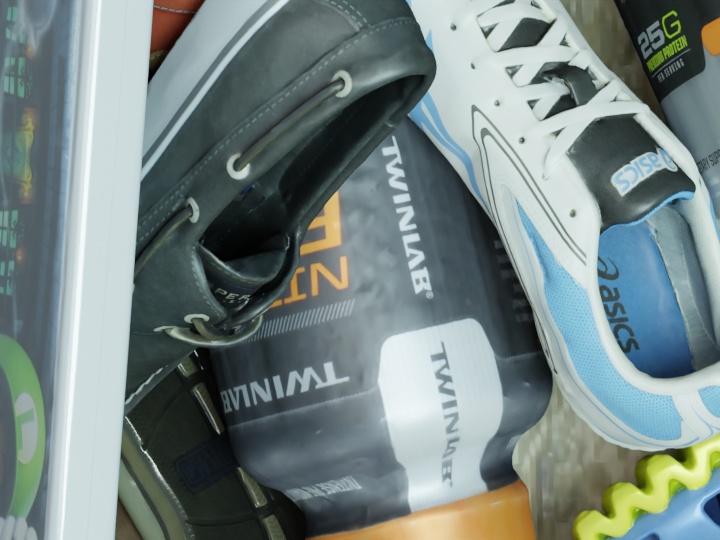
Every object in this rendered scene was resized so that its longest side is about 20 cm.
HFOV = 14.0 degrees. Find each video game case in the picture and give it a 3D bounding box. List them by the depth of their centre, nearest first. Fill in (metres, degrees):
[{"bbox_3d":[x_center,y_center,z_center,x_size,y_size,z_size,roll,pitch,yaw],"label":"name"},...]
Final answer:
[{"bbox_3d":[-0.115,-0.001,0.852,0.181,0.023,0.201,9,96,58],"label":"video game case"}]

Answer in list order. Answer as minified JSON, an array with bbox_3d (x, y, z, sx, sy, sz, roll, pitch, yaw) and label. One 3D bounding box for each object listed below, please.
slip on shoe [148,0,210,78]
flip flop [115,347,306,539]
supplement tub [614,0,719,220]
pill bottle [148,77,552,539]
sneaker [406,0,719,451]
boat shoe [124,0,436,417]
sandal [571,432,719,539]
[{"bbox_3d":[-0.089,-0.123,0.890,0.200,0.074,0.061,47,145,41],"label":"slip on shoe"},{"bbox_3d":[-0.061,0.082,0.959,0.057,0.081,0.201,-26,88,41],"label":"flip flop"},{"bbox_3d":[0.124,-0.125,0.885,0.122,0.122,0.201,-24,84,12],"label":"supplement tub"},{"bbox_3d":[0.000,0.000,0.923,0.106,0.106,0.201,-14,86,13],"label":"pill bottle"},{"bbox_3d":[0.059,-0.042,0.859,0.201,0.072,0.072,60,145,2],"label":"sneaker"},{"bbox_3d":[-0.045,-0.012,0.844,0.057,0.068,0.200,53,128,25],"label":"boat shoe"},{"bbox_3d":[0.144,0.071,0.905,0.199,0.079,0.087,-32,86,13],"label":"sandal"}]
